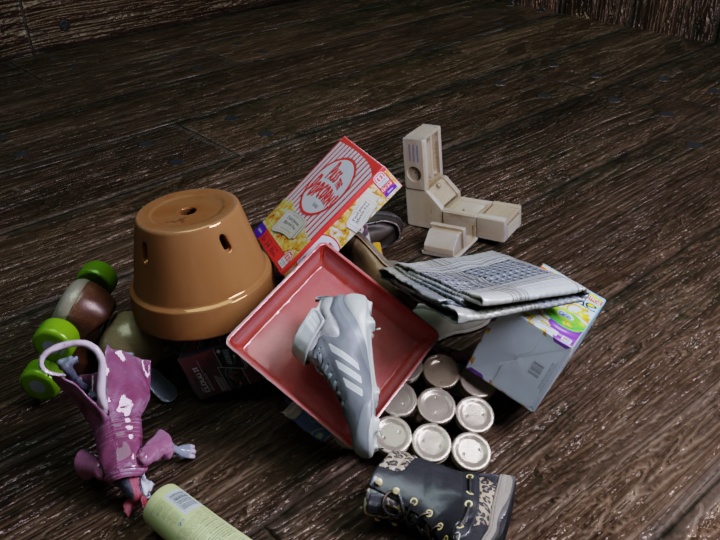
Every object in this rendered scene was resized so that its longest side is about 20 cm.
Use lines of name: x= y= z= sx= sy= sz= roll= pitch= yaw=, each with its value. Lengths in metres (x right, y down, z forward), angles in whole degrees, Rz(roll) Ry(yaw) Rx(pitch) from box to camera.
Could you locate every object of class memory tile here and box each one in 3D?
memory tile: x=0.070 y=0.168 z=0.962 sx=0.198 sy=0.017 sz=0.154 roll=11 pitch=54 yaw=0

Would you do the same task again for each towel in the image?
towel: x=0.148 y=0.011 z=0.960 sx=0.199 sy=0.035 sz=0.192 roll=-8 pitch=21 yaw=-27

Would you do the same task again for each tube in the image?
tube: x=-0.148 y=0.298 z=0.807 sx=0.199 sy=0.058 sz=0.052 roll=24 pitch=-3 yaw=31

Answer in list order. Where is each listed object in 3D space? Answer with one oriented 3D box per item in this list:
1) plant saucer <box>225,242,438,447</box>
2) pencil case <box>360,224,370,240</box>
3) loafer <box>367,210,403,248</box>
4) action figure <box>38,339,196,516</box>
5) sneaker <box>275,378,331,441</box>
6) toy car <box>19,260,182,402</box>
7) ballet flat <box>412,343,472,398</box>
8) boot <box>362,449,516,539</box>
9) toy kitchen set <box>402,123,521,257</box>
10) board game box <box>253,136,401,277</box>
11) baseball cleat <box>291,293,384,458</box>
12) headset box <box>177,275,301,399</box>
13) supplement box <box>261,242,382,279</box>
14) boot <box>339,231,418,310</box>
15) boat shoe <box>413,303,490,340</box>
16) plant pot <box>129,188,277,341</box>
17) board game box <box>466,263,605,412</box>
plant saucer: x=-0.033 y=0.091 z=0.955 sx=0.199 sy=0.037 sz=0.200 roll=38 pitch=56 yaw=7
pencil case: x=-0.031 y=-0.063 z=1.241 sx=0.089 sy=0.201 sz=0.078 roll=-32 pitch=32 yaw=-34
loafer: x=-0.016 y=-0.046 z=1.347 sx=0.199 sy=0.073 sz=0.072 roll=-16 pitch=38 yaw=-7
action figure: x=-0.278 y=0.184 z=0.898 sx=0.133 sy=0.149 sz=0.201 roll=-18 pitch=66 yaw=-10
sneaker: x=-0.035 y=0.158 z=1.020 sx=0.077 sy=0.076 sz=0.200 roll=47 pitch=34 yaw=4
toy car: x=-0.338 y=0.112 z=1.077 sx=0.199 sy=0.158 sz=0.165 roll=26 pitch=34 yaw=-10
ballet flat: x=0.091 y=0.123 z=1.053 sx=0.199 sy=0.070 sz=0.071 roll=18 pitch=12 yaw=5
boot: x=0.074 y=0.269 z=0.811 sx=0.150 sy=0.074 sz=0.200 roll=13 pitch=30 yaw=21
toy kitchen set: x=0.164 y=-0.139 z=1.374 sx=0.199 sy=0.182 sz=0.163 roll=13 pitch=35 yaw=30
board game box: x=-0.052 y=-0.086 z=1.091 sx=0.200 sy=0.046 sz=0.152 roll=-46 pitch=33 yaw=2
baseball cleat: x=-0.027 y=0.121 z=0.890 sx=0.106 sy=0.070 sz=0.201 roll=-2 pitch=56 yaw=-2
headset box: x=-0.157 y=0.089 z=1.073 sx=0.199 sy=0.075 sz=0.149 roll=-18 pitch=27 yaw=10
supplement box: x=-0.063 y=0.028 z=1.179 sx=0.198 sy=0.111 sz=0.086 roll=-3 pitch=31 yaw=-2
boot: x=0.000 y=0.000 z=1.078 sx=0.075 sy=0.074 sz=0.200 roll=-45 pitch=56 yaw=-9
boat shoe: x=0.104 y=0.066 z=1.149 sx=0.199 sy=0.072 sz=0.059 roll=-12 pitch=26 yaw=-23
plant pot: x=-0.218 y=-0.020 z=1.028 sx=0.198 sy=0.141 sz=0.200 roll=-4 pitch=29 yaw=2
board game box: x=0.237 y=0.082 z=1.018 sx=0.103 sy=0.105 sz=0.200 roll=33 pitch=28 yaw=17
